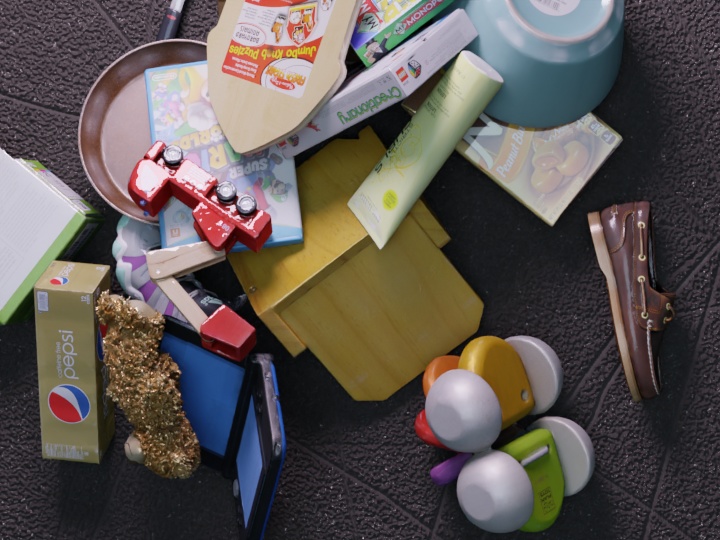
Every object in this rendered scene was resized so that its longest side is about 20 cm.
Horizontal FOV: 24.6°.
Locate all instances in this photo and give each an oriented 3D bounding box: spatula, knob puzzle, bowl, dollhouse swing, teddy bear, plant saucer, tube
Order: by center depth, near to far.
[{"bbox_3d":[0.060,-0.118,1.589,0.052,0.058,0.200,36,109,-3],"label":"tube"},{"bbox_3d":[0.179,-0.251,1.614,0.200,0.105,0.202,4,72,-11],"label":"bowl"},{"bbox_3d":[-0.079,-0.208,1.626,0.219,0.030,0.221,-11,72,38],"label":"knob puzzle"},{"bbox_3d":[-0.218,0.114,1.626,0.067,0.145,0.201,-24,122,-32],"label":"teddy bear"},{"bbox_3d":[-0.190,-0.139,1.704,0.199,0.035,0.201,-1,77,2],"label":"plant saucer"},{"bbox_3d":[0.000,0.000,1.716,0.200,0.176,0.182,-37,46,6],"label":"dollhouse swing"},{"bbox_3d":[-0.189,-0.288,1.734,0.056,0.021,0.201,21,94,4],"label":"spatula"}]

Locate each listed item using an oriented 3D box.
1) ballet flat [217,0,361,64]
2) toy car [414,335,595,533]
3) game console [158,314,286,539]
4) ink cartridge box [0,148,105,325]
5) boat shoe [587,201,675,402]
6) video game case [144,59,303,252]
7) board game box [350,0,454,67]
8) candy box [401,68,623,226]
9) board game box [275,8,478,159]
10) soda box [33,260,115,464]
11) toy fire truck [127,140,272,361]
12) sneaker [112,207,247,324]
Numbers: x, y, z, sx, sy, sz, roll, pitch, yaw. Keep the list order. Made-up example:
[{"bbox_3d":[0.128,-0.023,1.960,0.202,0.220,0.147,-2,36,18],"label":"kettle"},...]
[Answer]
[{"bbox_3d":[-0.058,-0.243,1.705,0.199,0.068,0.073,19,114,6],"label":"ballet flat"},{"bbox_3d":[0.127,0.171,1.659,0.150,0.175,0.201,-22,89,41],"label":"toy car"},{"bbox_3d":[-0.153,0.169,1.649,0.118,0.201,0.171,0,48,-14],"label":"game console"},{"bbox_3d":[-0.395,-0.063,1.738,0.200,0.076,0.148,40,96,5],"label":"ink cartridge box"},{"bbox_3d":[0.283,0.030,1.665,0.070,0.070,0.201,-12,90,11],"label":"boat shoe"},{"bbox_3d":[-0.139,-0.117,1.670,0.142,0.018,0.201,-7,77,1],"label":"video game case"},{"bbox_3d":[0.019,-0.302,1.643,0.134,0.029,0.200,-36,45,6],"label":"board game box"},{"bbox_3d":[0.154,-0.150,1.682,0.200,0.055,0.116,39,93,3],"label":"candy box"},{"bbox_3d":[0.011,-0.181,1.609,0.126,0.200,0.035,-43,103,-37],"label":"board game box"},{"bbox_3d":[-0.293,0.096,1.701,0.064,0.068,0.201,6,115,6],"label":"soda box"},{"bbox_3d":[-0.160,-0.021,1.605,0.200,0.049,0.141,34,73,10],"label":"toy fire truck"},{"bbox_3d":[-0.171,0.025,1.687,0.139,0.078,0.201,-10,101,42],"label":"sneaker"}]
